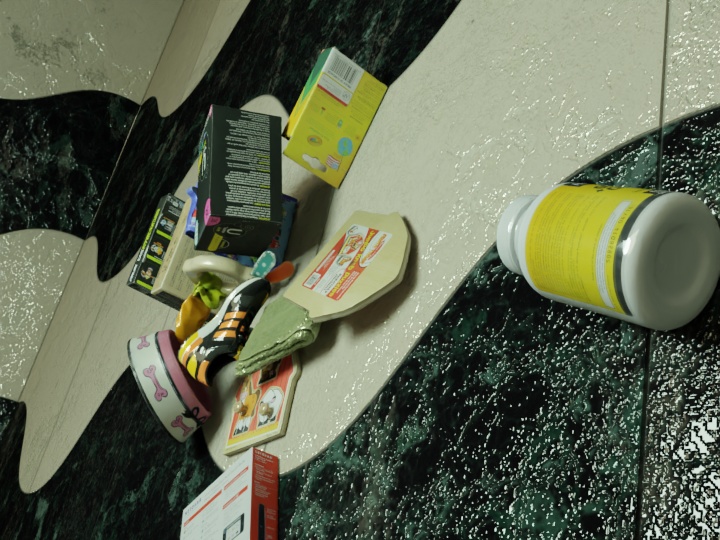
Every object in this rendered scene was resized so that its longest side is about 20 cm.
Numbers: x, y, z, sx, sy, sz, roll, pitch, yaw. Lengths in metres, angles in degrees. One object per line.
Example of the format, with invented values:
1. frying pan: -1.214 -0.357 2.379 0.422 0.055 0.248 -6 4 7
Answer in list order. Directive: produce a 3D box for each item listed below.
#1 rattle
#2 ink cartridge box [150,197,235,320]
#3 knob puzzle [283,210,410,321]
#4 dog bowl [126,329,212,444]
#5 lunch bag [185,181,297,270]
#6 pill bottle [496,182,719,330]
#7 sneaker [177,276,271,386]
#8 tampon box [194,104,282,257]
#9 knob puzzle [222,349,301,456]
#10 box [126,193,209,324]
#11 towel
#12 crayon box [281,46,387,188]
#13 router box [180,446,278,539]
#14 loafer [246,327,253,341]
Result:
1. rattle: -0.223 0.046 1.351 0.195 0.132 0.145 5 47 20
2. ink cartridge box: -0.286 -0.019 1.491 0.075 0.163 0.204 -18 50 56
3. knob puzzle: 0.000 0.000 1.106 0.217 0.031 0.222 -28 33 20
4. dog bowl: -0.326 0.193 1.360 0.073 0.203 0.201 -26 30 -5
5. lunch bag: -0.229 -0.098 1.427 0.093 0.198 0.154 -26 43 45
6. pill bottle: 0.214 -0.021 0.711 0.199 0.111 0.114 20 82 61
7. sneaker: -0.207 0.106 1.299 0.200 0.070 0.090 -45 60 -8
8. tampon box: -0.208 -0.147 1.325 0.150 0.123 0.205 134 138 -60
9. knob puzzle: -0.160 0.180 1.248 0.219 0.030 0.223 -41 34 35
10. box: -0.335 -0.018 1.537 0.047 0.198 0.197 -9 58 52
11. towel: -0.115 0.084 1.219 0.199 0.036 0.150 -33 25 40
12. crayon box: -0.052 -0.262 1.352 0.051 0.126 0.203 18 80 61
13. router box: -0.190 0.381 1.102 0.200 0.048 0.182 -44 33 31
14. loafer: -0.265 0.127 1.427 0.198 0.069 0.077 -23 46 50
